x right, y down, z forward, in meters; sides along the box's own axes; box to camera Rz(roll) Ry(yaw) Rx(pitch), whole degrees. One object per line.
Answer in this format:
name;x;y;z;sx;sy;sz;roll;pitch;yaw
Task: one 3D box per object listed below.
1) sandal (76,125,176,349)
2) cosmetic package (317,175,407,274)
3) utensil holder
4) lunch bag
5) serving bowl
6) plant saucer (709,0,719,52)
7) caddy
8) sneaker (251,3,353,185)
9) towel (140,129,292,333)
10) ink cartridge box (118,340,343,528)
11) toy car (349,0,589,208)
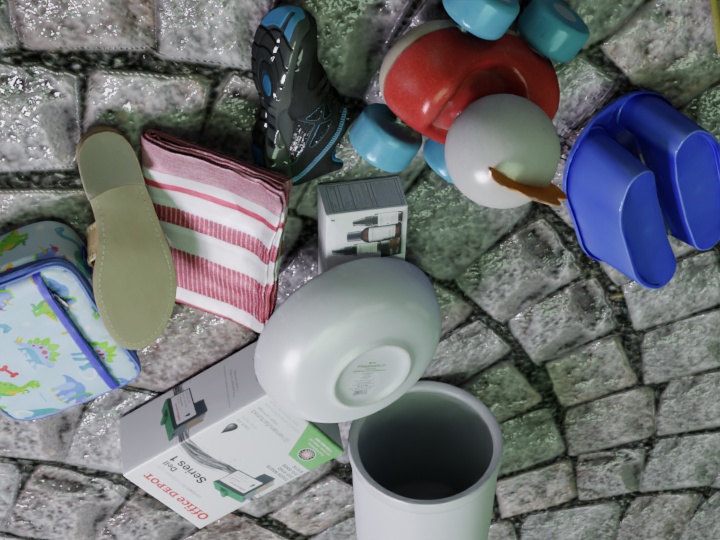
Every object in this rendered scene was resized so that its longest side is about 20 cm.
sandal;-0.220;-0.037;1.219;0.078;0.070;0.212;-12;113;-11
cosmetic package;0.000;0.000;1.316;0.082;0.051;0.200;-6;135;-7
utensil holder;0.072;0.252;1.504;0.170;0.170;0.200;-8;138;-6
lunch bag;-0.310;0.051;1.268;0.161;0.082;0.200;-20;136;1
serving bowl;-0.002;0.084;1.299;0.200;0.066;0.200;-18;138;-17
plant saucer;0.378;-0.295;1.106;0.200;0.048;0.200;-23;147;8
caddy;0.272;-0.079;1.273;0.141;0.105;0.200;-37;135;-9
sneaker;-0.050;-0.154;1.146;0.082;0.073;0.200;-11;145;-16
towel;-0.142;-0.031;1.223;0.144;0.023;0.200;20;135;9
ink cartridge box;-0.143;0.182;1.434;0.200;0.084;0.146;-31;133;15
toy car;0.122;-0.114;1.111;0.177;0.200;0.184;8;131;-41
